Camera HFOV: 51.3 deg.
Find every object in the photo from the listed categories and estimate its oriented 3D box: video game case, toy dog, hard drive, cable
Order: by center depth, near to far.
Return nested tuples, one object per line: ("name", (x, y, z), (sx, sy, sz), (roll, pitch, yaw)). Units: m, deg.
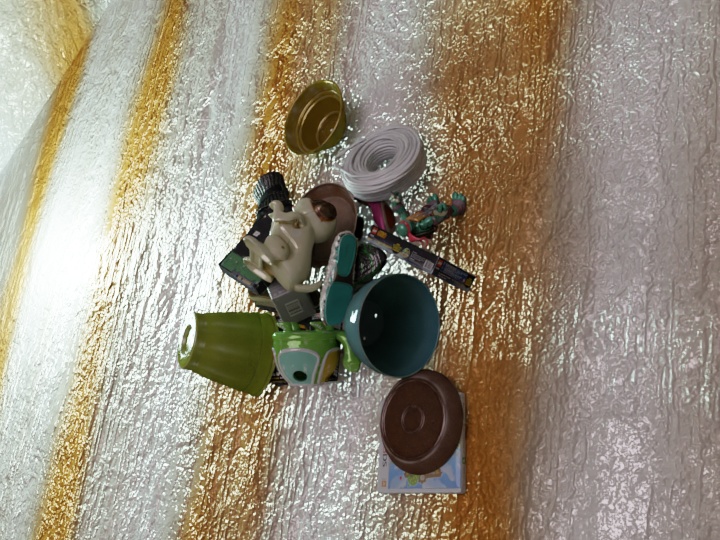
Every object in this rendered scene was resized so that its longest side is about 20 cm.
("video game case", (0.117, 0.338, 1.459), (0.198, 0.022, 0.185), (-13, 65, 38))
("toy dog", (-0.130, -0.071, 1.585), (0.192, 0.140, 0.201), (32, 65, 16))
("cable", (0.052, -0.237, 1.670), (0.198, 0.070, 0.201), (-33, 41, 0))
("hard drive", (-0.210, -0.048, 1.695), (0.139, 0.038, 0.200), (26, 65, 37))

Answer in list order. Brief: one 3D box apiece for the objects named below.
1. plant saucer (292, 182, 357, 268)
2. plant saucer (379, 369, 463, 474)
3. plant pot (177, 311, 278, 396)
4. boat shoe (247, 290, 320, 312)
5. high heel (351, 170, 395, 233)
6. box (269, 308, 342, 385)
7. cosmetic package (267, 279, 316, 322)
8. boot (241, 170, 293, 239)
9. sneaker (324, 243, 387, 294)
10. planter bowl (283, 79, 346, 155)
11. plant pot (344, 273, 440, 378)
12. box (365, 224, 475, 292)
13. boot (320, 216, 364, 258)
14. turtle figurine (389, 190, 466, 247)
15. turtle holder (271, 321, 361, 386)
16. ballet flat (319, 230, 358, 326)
("plant saucer", (-0.081, -0.099, 1.714), (0.198, 0.036, 0.204), (-11, 69, 31))
("plant saucer", (0.108, 0.289, 1.449), (0.198, 0.034, 0.204), (-19, 61, 38))
("plant pot", (-0.318, 0.179, 1.753), (0.200, 0.190, 0.204), (-34, 48, 50))
("boat shoe", (-0.176, 0.071, 1.798), (0.197, 0.065, 0.074), (10, 50, 27))
("high heel", (0.021, -0.135, 1.697), (0.095, 0.067, 0.202), (-29, 41, 18))
("box", (-0.131, 0.177, 1.726), (0.198, 0.049, 0.163), (-10, 69, 39))
("cosmetic package", (-0.179, 0.018, 1.727), (0.089, 0.108, 0.201), (-23, 47, -2))
("boot", (-0.255, -0.139, 1.935), (0.210, 0.079, 0.159), (-39, 58, 11))
("sneaker", (0.000, 0.000, 1.627), (0.199, 0.084, 0.079), (-32, 60, 52))
("planter bowl", (-0.095, -0.368, 1.882), (0.198, 0.083, 0.204), (-16, 64, 37))
("plant pot", (0.043, 0.109, 1.512), (0.134, 0.198, 0.204), (-3, 71, 57))
("box", (0.121, -0.025, 1.518), (0.199, 0.136, 0.040), (29, 93, 43))
("boot", (-0.058, -0.106, 1.767), (0.144, 0.070, 0.204), (-11, 68, 32))
("turtle figurine", (0.123, -0.113, 1.513), (0.148, 0.199, 0.102), (21, 117, 33))
("turtle holder", (-0.096, 0.176, 1.593), (0.141, 0.182, 0.134), (162, 108, -76))
("ballet flat", (-0.047, 0.018, 1.564), (0.071, 0.071, 0.204), (6, 80, 42))
